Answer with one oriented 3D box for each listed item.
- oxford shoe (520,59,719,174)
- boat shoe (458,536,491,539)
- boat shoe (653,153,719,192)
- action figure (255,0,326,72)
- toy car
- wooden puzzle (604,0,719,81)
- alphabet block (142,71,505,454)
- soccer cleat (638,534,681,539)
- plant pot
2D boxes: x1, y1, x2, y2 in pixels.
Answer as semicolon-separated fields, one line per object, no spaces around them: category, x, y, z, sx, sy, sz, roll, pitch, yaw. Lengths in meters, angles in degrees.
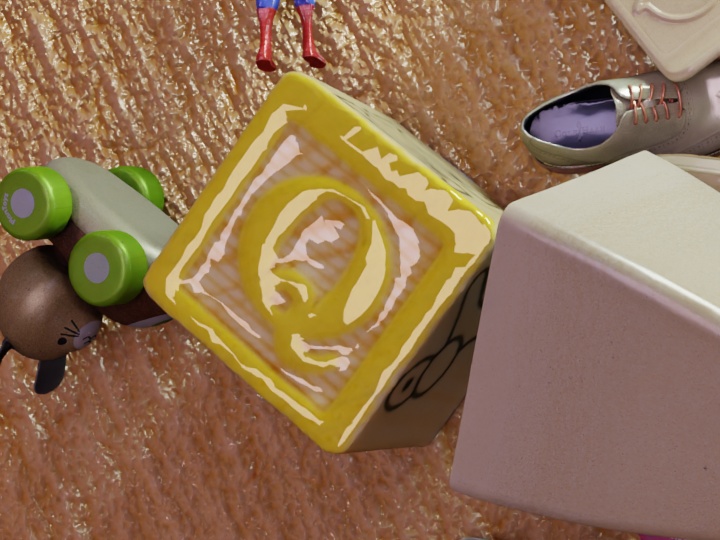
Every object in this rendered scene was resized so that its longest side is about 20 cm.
oxford shoe;0.211;-0.111;1.223;0.198;0.074;0.072;-15;81;17
boat shoe;0.099;0.251;1.192;0.200;0.062;0.075;51;125;55
boat shoe;0.275;-0.038;1.199;0.198;0.072;0.066;11;88;14
action figure;-0.058;-0.258;1.342;0.065;0.052;0.202;-4;80;13
toy car;-0.223;0.029;1.324;0.157;0.164;0.201;39;108;18
wooden puzzle;0.243;-0.255;1.229;0.185;0.046;0.201;-36;70;1
alphabet block;0.000;0.000;1.221;0.196;0.200;0.196;37;97;18
soccer cleat;0.275;0.185;1.153;0.199;0.069;0.087;28;120;37
plant pot;0.198;0.060;1.098;0.176;0.199;0.202;23;116;30
